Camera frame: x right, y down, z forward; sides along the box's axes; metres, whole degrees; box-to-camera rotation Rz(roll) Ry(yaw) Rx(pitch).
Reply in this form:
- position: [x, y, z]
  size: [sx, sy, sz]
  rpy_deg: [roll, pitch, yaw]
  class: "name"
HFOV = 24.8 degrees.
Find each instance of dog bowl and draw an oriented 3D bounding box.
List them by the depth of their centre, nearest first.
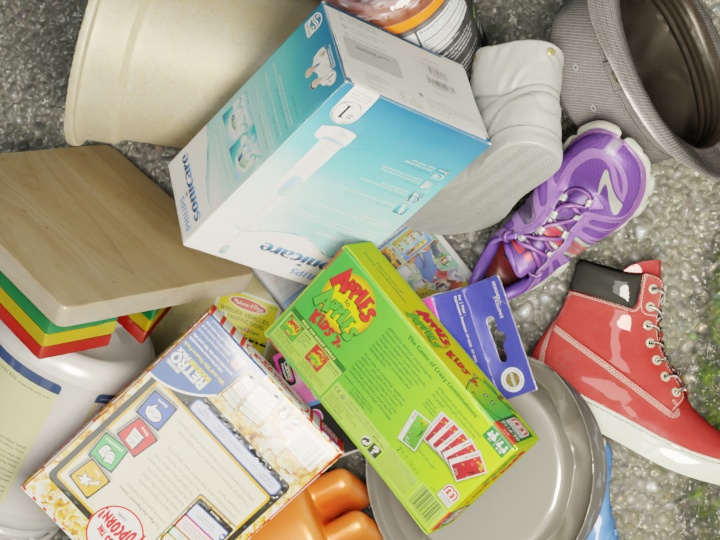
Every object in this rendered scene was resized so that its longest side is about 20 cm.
- position: [0.103, 0.156, 1.285]
  size: [0.200, 0.059, 0.201]
  rpy_deg: [-5, 80, 31]
  class: "dog bowl"

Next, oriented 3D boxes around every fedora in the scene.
- position: [0.215, -0.150, 1.278]
  size: [0.090, 0.177, 0.200]
  rpy_deg: [-23, 104, 39]
  class: "fedora"

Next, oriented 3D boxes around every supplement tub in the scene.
- position: [0.030, -0.206, 1.264]
  size: [0.107, 0.200, 0.107]
  rpy_deg: [-8, 61, 15]
  class: "supplement tub"
- position: [-0.270, 0.120, 1.346]
  size: [0.145, 0.145, 0.200]
  rpy_deg: [33, 111, 8]
  class: "supplement tub"

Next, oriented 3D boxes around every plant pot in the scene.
- position: [-0.119, -0.171, 1.317]
  size: [0.183, 0.200, 0.201]
  rpy_deg: [17, 94, -1]
  class: "plant pot"

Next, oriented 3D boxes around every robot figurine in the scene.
- position: [-0.080, 0.235, 1.338]
  size: [0.200, 0.117, 0.144]
  rpy_deg: [-26, 101, 10]
  class: "robot figurine"

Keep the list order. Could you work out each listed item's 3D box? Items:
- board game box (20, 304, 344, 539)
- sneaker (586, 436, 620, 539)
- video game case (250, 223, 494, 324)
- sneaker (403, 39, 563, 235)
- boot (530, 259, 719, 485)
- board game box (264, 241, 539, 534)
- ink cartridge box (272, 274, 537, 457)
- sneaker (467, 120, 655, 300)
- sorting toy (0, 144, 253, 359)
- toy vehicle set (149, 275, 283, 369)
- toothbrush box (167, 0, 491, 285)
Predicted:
- position: [-0.136, 0.150, 1.260]
  size: [0.200, 0.046, 0.152]
  rpy_deg: [-42, 95, 2]
  class: "board game box"
- position: [0.201, 0.238, 1.310]
  size: [0.111, 0.077, 0.201]
  rpy_deg: [14, 85, 3]
  class: "sneaker"
- position: [0.000, 0.000, 1.350]
  size: [0.143, 0.018, 0.200]
  rpy_deg: [-37, 82, -9]
  class: "video game case"
- position: [0.097, -0.107, 1.285]
  size: [0.074, 0.200, 0.116]
  rpy_deg: [20, 63, -25]
  class: "sneaker"
- position: [0.243, 0.075, 1.303]
  size: [0.200, 0.072, 0.145]
  rpy_deg: [28, 94, 13]
  class: "boot"
- position: [0.029, 0.086, 1.231]
  size: [0.102, 0.048, 0.200]
  rpy_deg: [-47, 73, 22]
  class: "board game box"
- position: [0.031, 0.080, 1.276]
  size: [0.200, 0.037, 0.095]
  rpy_deg: [-21, 83, 25]
  class: "ink cartridge box"
- position: [0.152, -0.032, 1.269]
  size: [0.081, 0.083, 0.200]
  rpy_deg: [42, 132, 5]
  class: "sneaker"
- position: [-0.226, -0.013, 1.308]
  size: [0.200, 0.199, 0.070]
  rpy_deg: [40, 121, 29]
  class: "sorting toy"
- position: [-0.102, 0.055, 1.386]
  size: [0.200, 0.027, 0.125]
  rpy_deg: [21, 94, 9]
  class: "toy vehicle set"
- position: [-0.026, -0.086, 1.229]
  size: [0.200, 0.146, 0.085]
  rpy_deg: [-43, 46, 32]
  class: "toothbrush box"
